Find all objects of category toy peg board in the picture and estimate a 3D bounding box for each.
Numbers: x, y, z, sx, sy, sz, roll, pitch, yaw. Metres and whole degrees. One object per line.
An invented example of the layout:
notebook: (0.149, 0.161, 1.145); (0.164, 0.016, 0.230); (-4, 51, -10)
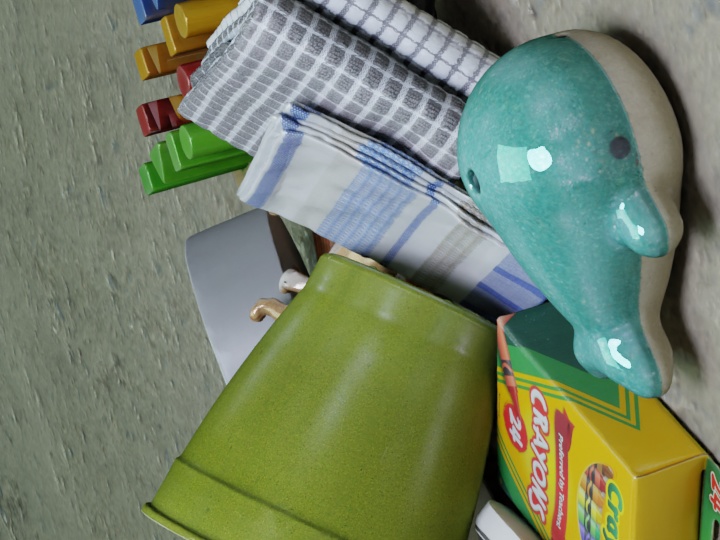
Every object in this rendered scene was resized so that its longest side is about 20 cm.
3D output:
toy peg board: (-0.118, -0.154, 1.962); (0.200, 0.098, 0.199); (152, 101, -70)

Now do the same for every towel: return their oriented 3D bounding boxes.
towel: (-0.014, -0.101, 1.601); (0.086, 0.165, 0.200); (-65, 9, -21)
towel: (0.024, -0.027, 1.588); (0.024, 0.200, 0.147); (-64, 5, -22)

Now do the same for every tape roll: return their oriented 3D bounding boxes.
tape roll: (-0.057, 0.056, 1.897); (0.200, 0.066, 0.201); (-21, -90, -86)

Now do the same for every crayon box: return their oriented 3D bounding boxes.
crayon box: (0.143, 0.122, 1.533); (0.200, 0.051, 0.127); (-131, 31, -49)

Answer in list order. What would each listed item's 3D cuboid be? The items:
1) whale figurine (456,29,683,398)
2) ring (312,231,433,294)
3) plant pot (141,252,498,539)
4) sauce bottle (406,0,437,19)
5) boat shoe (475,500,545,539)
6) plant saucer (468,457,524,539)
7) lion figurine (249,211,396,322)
whale figurine: (0.112, -0.025, 1.424); (0.159, 0.104, 0.200); (-154, 51, -64)
ring: (0.013, 0.001, 1.842); (0.200, 0.019, 0.201); (164, 90, -71)
plant pot: (-0.002, 0.100, 1.626); (0.193, 0.200, 0.200); (-65, 23, -3)
sauce bottle: (0.030, -0.219, 1.561); (0.200, 0.065, 0.065); (91, 154, -45)
boat shoe: (0.118, 0.219, 1.565); (0.071, 0.064, 0.200); (28, -161, -52)
plant saucer: (0.086, 0.202, 1.782); (0.200, 0.032, 0.200); (165, 90, -71)
lion figurine: (0.000, 0.000, 1.741); (0.122, 0.072, 0.200); (23, 128, 21)
